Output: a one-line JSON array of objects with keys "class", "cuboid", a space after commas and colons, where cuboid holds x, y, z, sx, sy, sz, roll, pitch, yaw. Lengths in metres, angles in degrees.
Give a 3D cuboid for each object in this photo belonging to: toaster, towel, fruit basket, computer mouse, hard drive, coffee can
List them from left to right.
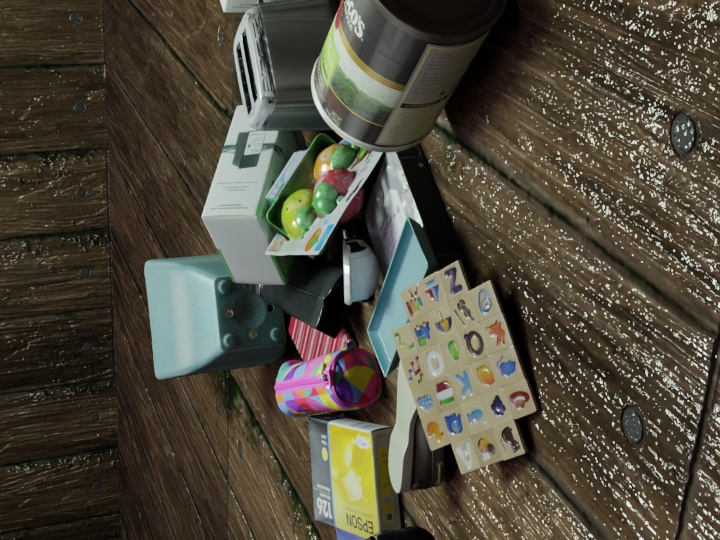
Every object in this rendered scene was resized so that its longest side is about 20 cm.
[{"class": "toaster", "cuboid": [-0.088, -0.259, 1.536, 0.114, 0.127, 0.203, 136, 125, -65]}, {"class": "towel", "cuboid": [-0.055, 0.093, 1.701, 0.201, 0.022, 0.146, -120, 33, -45]}, {"class": "fruit basket", "cuboid": [-0.041, -0.099, 1.425, 0.187, 0.093, 0.200, -58, 13, -11]}, {"class": "computer mouse", "cuboid": [0.000, 0.000, 1.439, 0.200, 0.043, 0.112, -99, 8, -81]}, {"class": "coffee can", "cuboid": [0.043, -0.231, 1.169, 0.200, 0.144, 0.148, 122, 138, -59]}, {"class": "hard drive", "cuboid": [0.060, -0.027, 1.337, 0.140, 0.037, 0.202, 113, 146, -52]}]

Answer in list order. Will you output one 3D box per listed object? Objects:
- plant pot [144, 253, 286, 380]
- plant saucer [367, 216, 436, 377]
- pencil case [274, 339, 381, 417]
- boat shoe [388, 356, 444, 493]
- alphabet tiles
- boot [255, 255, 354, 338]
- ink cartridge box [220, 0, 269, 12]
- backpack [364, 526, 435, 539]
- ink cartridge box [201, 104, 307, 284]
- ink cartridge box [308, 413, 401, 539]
[{"class": "plant pot", "cuboid": [-0.216, 0.067, 1.906, 0.199, 0.194, 0.199, -8, 88, 60]}, {"class": "plant saucer", "cuboid": [0.045, 0.032, 1.315, 0.201, 0.019, 0.071, 107, 149, -48]}, {"class": "pencil case", "cuboid": [-0.048, 0.150, 1.577, 0.199, 0.087, 0.090, -24, 73, 61]}, {"class": "boat shoe", "cuboid": [0.074, 0.155, 1.318, 0.072, 0.059, 0.205, -120, 34, -62]}, {"class": "alphabet tiles", "cuboid": [0.103, 0.100, 1.206, 0.166, 0.006, 0.203, -31, 74, 48]}, {"class": "boot", "cuboid": [-0.066, -0.011, 1.631, 0.199, 0.065, 0.167, 23, 100, 61]}, {"class": "ink cartridge box", "cuboid": [-0.168, -0.507, 1.747, 0.201, 0.082, 0.148, 107, 151, -47]}, {"class": "backpack", "cuboid": [0.070, 0.401, 1.307, 0.168, 0.125, 0.202, 92, 160, -52]}, {"class": "ink cartridge box", "cuboid": [-0.133, -0.105, 1.594, 0.147, 0.082, 0.202, 70, -153, -49]}, {"class": "ink cartridge box", "cuboid": [-0.009, 0.301, 1.578, 0.197, 0.046, 0.204, -3, 90, 62]}]
